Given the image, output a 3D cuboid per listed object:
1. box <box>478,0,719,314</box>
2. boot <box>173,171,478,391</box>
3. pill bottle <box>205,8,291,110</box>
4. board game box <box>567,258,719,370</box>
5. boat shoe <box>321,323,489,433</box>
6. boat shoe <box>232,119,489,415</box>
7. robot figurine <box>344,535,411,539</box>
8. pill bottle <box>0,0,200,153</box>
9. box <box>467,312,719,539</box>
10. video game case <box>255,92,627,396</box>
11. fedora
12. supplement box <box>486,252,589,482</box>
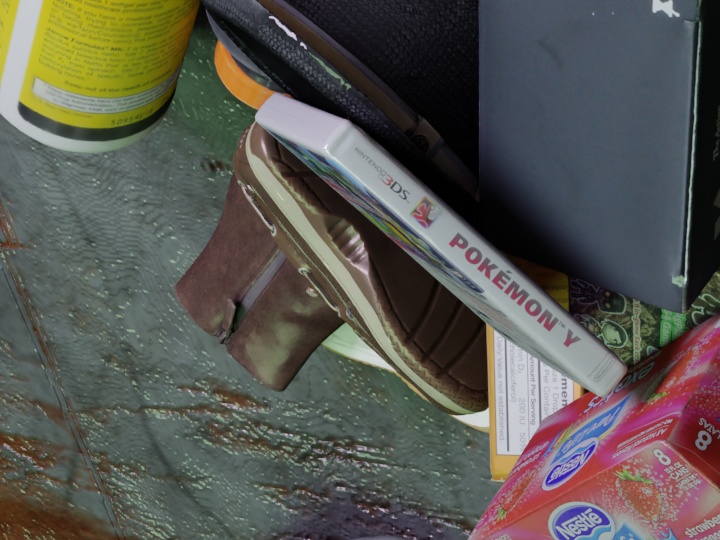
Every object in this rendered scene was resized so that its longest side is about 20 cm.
[{"bbox_3d":[0.151,-0.124,1.401,0.117,0.200,0.197,20,136,23],"label":"box"},{"bbox_3d":[-0.003,0.006,1.701,0.200,0.072,0.167,41,116,21],"label":"boot"},{"bbox_3d":[-0.022,-0.171,1.567,0.106,0.106,0.200,34,140,8],"label":"pill bottle"},{"bbox_3d":[0.227,-0.004,1.483,0.200,0.159,0.097,17,135,24],"label":"board game box"},{"bbox_3d":[0.030,0.024,1.744,0.200,0.071,0.069,27,116,26],"label":"boat shoe"},{"bbox_3d":[0.004,-0.004,1.621,0.202,0.075,0.075,55,149,-4],"label":"boat shoe"},{"bbox_3d":[-0.012,0.233,1.924,0.200,0.113,0.170,-11,147,43],"label":"robot figurine"},{"bbox_3d":[-0.141,-0.168,1.624,0.114,0.114,0.200,33,141,9],"label":"pill bottle"},{"bbox_3d":[0.149,0.107,1.444,0.095,0.100,0.200,41,147,-8],"label":"box"},{"bbox_3d":[0.036,-0.017,1.449,0.182,0.023,0.200,41,179,-13],"label":"video game case"},{"bbox_3d":[0.016,-0.109,1.471,0.201,0.092,0.201,40,177,3],"label":"fedora"},{"bbox_3d":[0.108,0.014,1.589,0.069,0.066,0.200,2,94,34],"label":"supplement box"}]
